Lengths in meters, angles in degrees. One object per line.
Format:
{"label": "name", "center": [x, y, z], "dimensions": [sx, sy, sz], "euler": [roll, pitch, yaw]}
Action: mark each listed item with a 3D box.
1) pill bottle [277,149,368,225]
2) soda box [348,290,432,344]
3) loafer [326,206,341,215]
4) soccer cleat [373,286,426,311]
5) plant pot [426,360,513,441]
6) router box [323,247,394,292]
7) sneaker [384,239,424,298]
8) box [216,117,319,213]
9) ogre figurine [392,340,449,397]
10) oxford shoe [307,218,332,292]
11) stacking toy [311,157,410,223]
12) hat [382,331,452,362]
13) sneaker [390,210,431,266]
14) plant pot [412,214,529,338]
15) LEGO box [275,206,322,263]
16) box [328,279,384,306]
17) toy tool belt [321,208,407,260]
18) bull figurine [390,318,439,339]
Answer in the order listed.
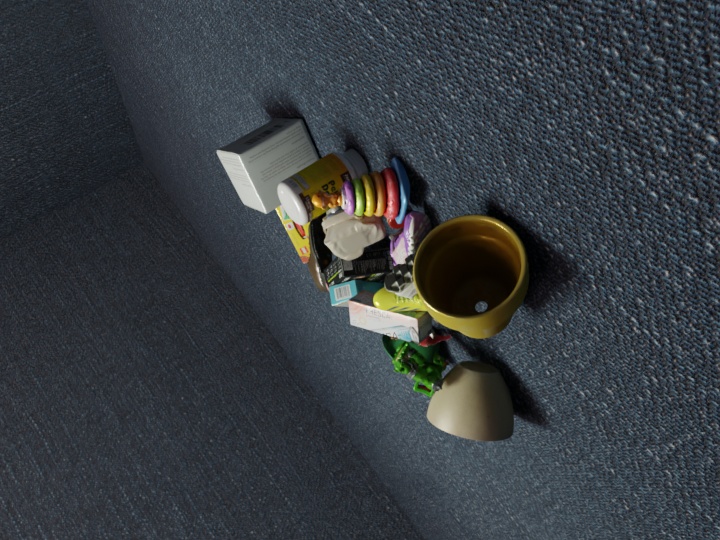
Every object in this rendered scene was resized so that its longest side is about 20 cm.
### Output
{"label": "pill bottle", "center": [-0.082, -0.196, 1.508], "dimensions": [0.109, 0.199, 0.110], "euler": [47, 159, 25]}
{"label": "soda box", "center": [0.067, 0.106, 1.531], "dimensions": [0.198, 0.063, 0.069], "euler": [13, 120, 36]}
{"label": "loafer", "center": [-0.058, -0.151, 1.603], "dimensions": [0.070, 0.069, 0.202], "euler": [28, -133, -62]}
{"label": "soccer cleat", "center": [0.127, 0.060, 1.443], "dimensions": [0.084, 0.197, 0.066], "euler": [-97, 7, -86]}
{"label": "plant pot", "center": [0.258, 0.284, 1.508], "dimensions": [0.200, 0.198, 0.136], "euler": [21, 106, 58]}
{"label": "router box", "center": [0.000, 0.000, 1.681], "dimensions": [0.200, 0.148, 0.063], "euler": [139, 121, -71]}
{"label": "sneaker", "center": [0.148, -0.010, 1.367], "dimensions": [0.088, 0.199, 0.075], "euler": [29, -144, -37]}
{"label": "box", "center": [-0.235, -0.281, 1.743], "dimensions": [0.200, 0.198, 0.173], "euler": [23, 143, 60]}
{"label": "ogre figurine", "center": [0.134, 0.223, 1.518], "dimensions": [0.119, 0.099, 0.200], "euler": [33, 166, 1]}
{"label": "oxford shoe", "center": [-0.118, -0.038, 1.800], "dimensions": [0.084, 0.072, 0.203], "euler": [-6, 94, 48]}
{"label": "stacking toy", "center": [-0.003, -0.153, 1.372], "dimensions": [0.110, 0.197, 0.117], "euler": [104, 155, -62]}
{"label": "hat", "center": [0.171, 0.155, 1.685], "dimensions": [0.200, 0.165, 0.177], "euler": [43, 122, 31]}
{"label": "sneaker", "center": [0.102, -0.057, 1.441], "dimensions": [0.088, 0.081, 0.201], "euler": [28, 150, 25]}
{"label": "plant pot", "center": [0.210, 0.031, 1.207], "dimensions": [0.201, 0.201, 0.189], "euler": [44, 173, 31]}
{"label": "LEGO box", "center": [-0.165, -0.145, 1.878], "dimensions": [0.149, 0.076, 0.202], "euler": [-86, -29, -68]}
{"label": "box", "center": [0.008, 0.061, 1.700], "dimensions": [0.082, 0.199, 0.050], "euler": [-16, 78, 28]}
{"label": "toy tool belt", "center": [0.006, -0.122, 1.505], "dimensions": [0.125, 0.198, 0.124], "euler": [50, -160, -47]}
{"label": "bull figurine", "center": [0.128, 0.094, 1.567], "dimensions": [0.120, 0.065, 0.202], "euler": [13, 122, 24]}
